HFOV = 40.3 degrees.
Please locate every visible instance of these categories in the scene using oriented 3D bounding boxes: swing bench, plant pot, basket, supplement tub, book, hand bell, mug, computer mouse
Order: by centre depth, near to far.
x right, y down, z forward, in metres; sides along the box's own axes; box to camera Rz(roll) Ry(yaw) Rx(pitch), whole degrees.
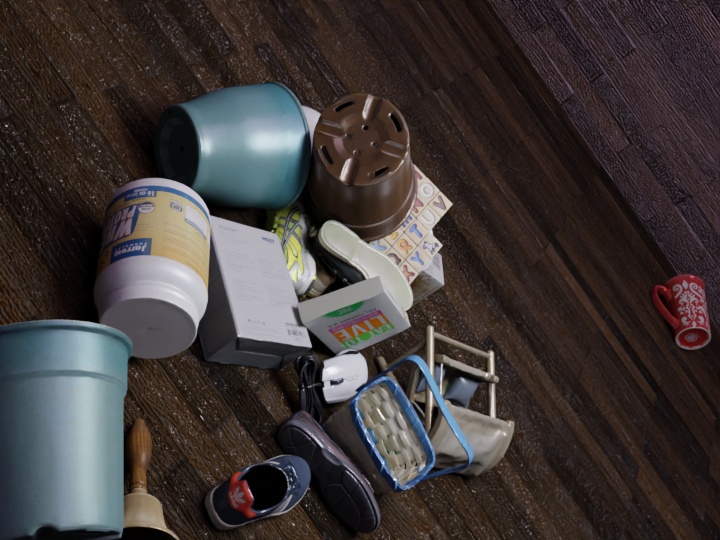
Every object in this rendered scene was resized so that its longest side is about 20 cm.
[{"bbox_3d":[-0.322,0.179,0.989,0.199,0.199,0.199,16,56,-48],"label":"plant pot"},{"bbox_3d":[-0.254,0.248,1.128,0.104,0.104,0.201,35,24,-30],"label":"hand bell"},{"bbox_3d":[-0.268,-0.004,1.274,0.144,0.144,0.202,32,37,-35],"label":"supplement tub"},{"bbox_3d":[0.051,0.232,1.440,0.139,0.199,0.178,-28,91,-52],"label":"basket"},{"bbox_3d":[-0.208,-0.187,1.515,0.186,0.200,0.202,-10,67,-41],"label":"plant pot"},{"bbox_3d":[-0.034,0.166,1.518,0.199,0.043,0.112,-17,102,-60],"label":"computer mouse"},{"bbox_3d":[-0.005,0.069,1.523,0.200,0.132,0.049,50,22,-66],"label":"book"},{"bbox_3d":[0.000,-0.173,1.574,0.199,0.198,0.203,91,-27,-73],"label":"plant pot"},{"bbox_3d":[0.153,0.230,1.673,0.197,0.129,0.203,22,44,-44],"label":"swing bench"},{"bbox_3d":[0.987,0.134,3.026,0.135,0.174,0.202,77,13,-46],"label":"mug"}]

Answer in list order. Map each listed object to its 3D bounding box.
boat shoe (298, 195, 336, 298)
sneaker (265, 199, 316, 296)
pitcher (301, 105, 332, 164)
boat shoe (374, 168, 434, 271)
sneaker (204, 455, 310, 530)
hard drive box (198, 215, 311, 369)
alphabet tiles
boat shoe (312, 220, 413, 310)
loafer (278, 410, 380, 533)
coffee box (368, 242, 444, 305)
[{"bbox_3d":[-0.084,-0.054,1.670,0.072,0.065,0.203,20,45,-45],"label":"boat shoe"},{"bbox_3d":[-0.127,-0.053,1.602,0.076,0.075,0.202,14,43,-36],"label":"sneaker"},{"bbox_3d":[-0.080,-0.188,1.768,0.200,0.172,0.121,41,59,11],"label":"pitcher"},{"bbox_3d":[0.075,-0.094,1.719,0.057,0.068,0.203,152,-81,-77],"label":"boat shoe"},{"bbox_3d":[-0.111,0.280,1.284,0.199,0.084,0.076,-15,72,-59],"label":"sneaker"},{"bbox_3d":[-0.172,0.034,1.445,0.155,0.076,0.203,15,49,-49],"label":"hard drive box"},{"bbox_3d":[0.062,-0.077,1.679,0.167,0.200,0.008,43,-13,-6],"label":"alphabet tiles"},{"bbox_3d":[-0.001,0.002,1.612,0.198,0.066,0.075,36,55,-16],"label":"boat shoe"},{"bbox_3d":[-0.035,0.283,1.411,0.201,0.072,0.063,50,26,-4],"label":"loafer"},{"bbox_3d":[0.045,-0.022,1.780,0.199,0.114,0.081,34,37,-31],"label":"coffee box"}]
